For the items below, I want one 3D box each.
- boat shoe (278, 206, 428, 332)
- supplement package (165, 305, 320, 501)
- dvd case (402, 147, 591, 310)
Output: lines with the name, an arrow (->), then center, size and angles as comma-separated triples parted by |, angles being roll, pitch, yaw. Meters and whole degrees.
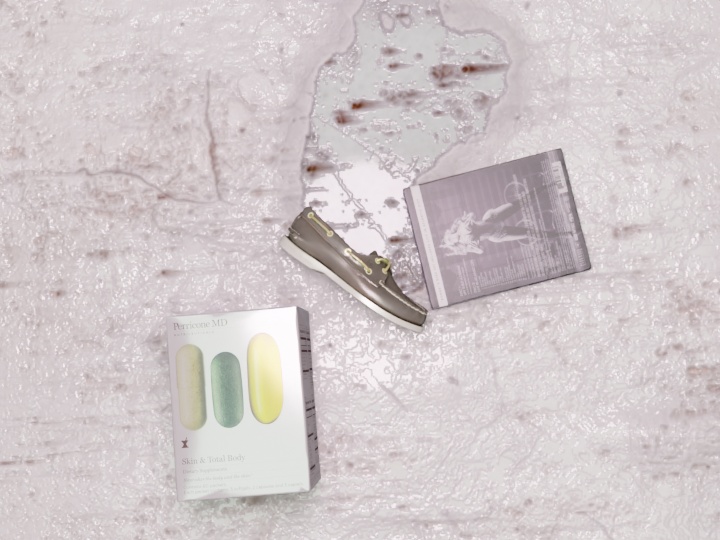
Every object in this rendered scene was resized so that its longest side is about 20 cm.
boat shoe -> 0.000, 0.000, 1.417 | 0.201, 0.072, 0.061 | 34, 92, 8
supplement package -> -0.130, 0.149, 1.371 | 0.150, 0.151, 0.203 | -5, 86, 2
dvd case -> 0.163, -0.050, 1.443 | 0.198, 0.016, 0.151 | -14, 87, 0
